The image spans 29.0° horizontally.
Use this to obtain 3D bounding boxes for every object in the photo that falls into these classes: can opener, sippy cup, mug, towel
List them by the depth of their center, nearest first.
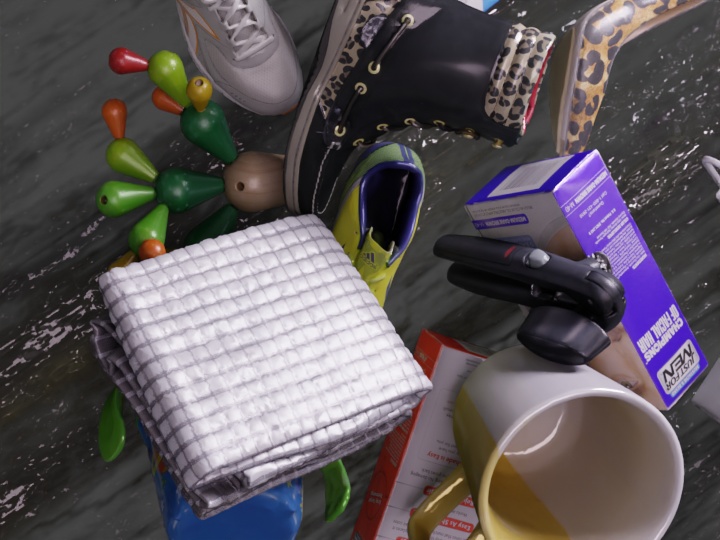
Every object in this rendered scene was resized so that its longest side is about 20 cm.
[{"bbox_3d":[-0.073,0.064,0.958,0.199,0.086,0.166,-20,69,-35],"label":"towel"},{"bbox_3d":[0.119,0.131,1.015,0.185,0.153,0.151,-12,111,-9],"label":"mug"},{"bbox_3d":[-0.097,0.141,1.020,0.176,0.131,0.141,-8,135,-5],"label":"sippy cup"},{"bbox_3d":[0.120,0.006,1.037,0.078,0.199,0.064,-32,123,-22],"label":"can opener"}]

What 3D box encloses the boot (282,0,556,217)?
[{"bbox_3d":[0.037,-0.106,0.978,0.152,0.074,0.205,23,117,6],"label":"boot"}]

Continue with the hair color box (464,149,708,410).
[{"bbox_3d":[0.176,0.012,1.089,0.065,0.109,0.201,-41,109,-29],"label":"hair color box"}]

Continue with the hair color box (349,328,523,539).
[{"bbox_3d":[0.068,0.160,1.124,0.101,0.061,0.202,18,96,-16],"label":"hair color box"}]

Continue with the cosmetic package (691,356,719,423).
[{"bbox_3d":[0.385,0.065,1.169,0.112,0.081,0.201,30,92,-19],"label":"cosmetic package"}]

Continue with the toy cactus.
[{"bbox_3d":[-0.113,-0.066,1.030,0.163,0.102,0.202,-7,94,-22],"label":"toy cactus"}]

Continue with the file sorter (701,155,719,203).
[{"bbox_3d":[0.378,-0.122,1.077,0.201,0.138,0.124,-57,152,2],"label":"file sorter"}]

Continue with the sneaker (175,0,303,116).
[{"bbox_3d":[-0.102,-0.196,0.998,0.075,0.092,0.201,-33,106,-4],"label":"sneaker"}]

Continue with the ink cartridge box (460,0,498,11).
[{"bbox_3d":[0.027,-0.272,1.017,0.145,0.084,0.201,-37,106,-2],"label":"ink cartridge box"}]

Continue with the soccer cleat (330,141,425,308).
[{"bbox_3d":[-0.001,-0.001,1.064,0.064,0.084,0.202,15,97,-15],"label":"soccer cleat"}]

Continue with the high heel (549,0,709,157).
[{"bbox_3d":[0.226,-0.171,1.088,0.141,0.071,0.202,10,90,-8],"label":"high heel"}]
